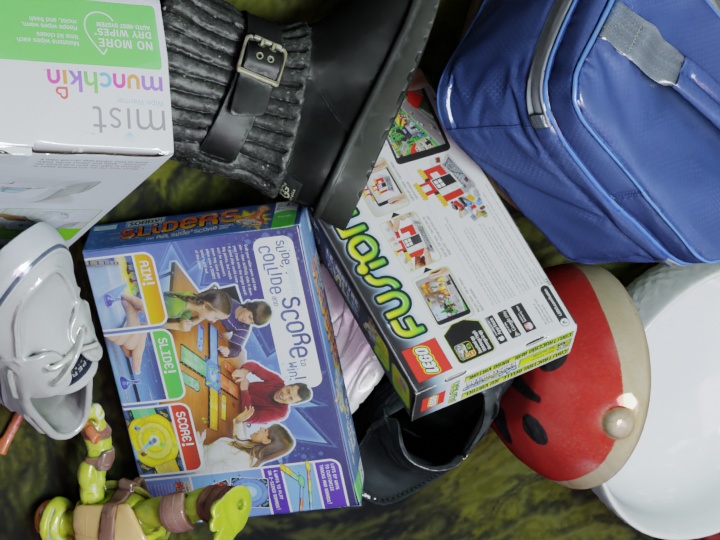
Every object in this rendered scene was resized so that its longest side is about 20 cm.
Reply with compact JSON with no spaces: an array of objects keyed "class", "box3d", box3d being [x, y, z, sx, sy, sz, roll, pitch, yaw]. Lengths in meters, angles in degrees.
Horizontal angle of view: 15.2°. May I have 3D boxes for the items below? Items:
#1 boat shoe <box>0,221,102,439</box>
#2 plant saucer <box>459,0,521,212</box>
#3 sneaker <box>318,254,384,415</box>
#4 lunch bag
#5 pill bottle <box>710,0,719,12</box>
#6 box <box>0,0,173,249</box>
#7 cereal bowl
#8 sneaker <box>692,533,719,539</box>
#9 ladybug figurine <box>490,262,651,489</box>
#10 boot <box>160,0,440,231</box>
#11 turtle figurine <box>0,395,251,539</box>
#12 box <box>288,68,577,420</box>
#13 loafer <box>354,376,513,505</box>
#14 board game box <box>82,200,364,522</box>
[{"class":"boat shoe","box3d":[-0.175,0.038,1.528,0.074,0.065,0.200,-45,166,-17]},{"class":"plant saucer","box3d":[0.137,-0.127,1.685,0.199,0.029,0.201,-7,103,-33]},{"class":"sneaker","box3d":[0.000,0.000,1.668,0.099,0.078,0.200,36,91,-29]},{"class":"lunch bag","box3d":[0.163,-0.089,1.601,0.200,0.132,0.136,42,65,-32]},{"class":"pill bottle","box3d":[0.317,-0.215,1.714,0.199,0.109,0.109,-27,120,-15]},{"class":"box","box3d":[-0.226,-0.078,1.450,0.199,0.176,0.097,2,71,-26]},{"class":"cereal bowl","box3d":[0.217,0.073,1.795,0.199,0.083,0.201,-13,118,-26]},{"class":"sneaker","box3d":[0.301,0.175,1.905,0.200,0.074,0.087,-35,135,-5]},{"class":"ladybug figurine","box3d":[0.120,0.063,1.683,0.072,0.200,0.136,9,100,-18]},{"class":"boot","box3d":[-0.043,-0.139,1.585,0.157,0.079,0.212,24,65,-1]},{"class":"turtle figurine","box3d":[-0.139,0.168,1.641,0.064,0.161,0.201,-18,112,-59]},{"class":"box","box3d":[0.033,-0.019,1.612,0.110,0.201,0.035,-22,154,-16]},{"class":"loafer","box3d":[0.039,0.096,1.678,0.068,0.071,0.201,26,141,-9]},{"class":"board game box","box3d":[-0.081,0.059,1.638,0.135,0.035,0.201,-6,118,8]}]
